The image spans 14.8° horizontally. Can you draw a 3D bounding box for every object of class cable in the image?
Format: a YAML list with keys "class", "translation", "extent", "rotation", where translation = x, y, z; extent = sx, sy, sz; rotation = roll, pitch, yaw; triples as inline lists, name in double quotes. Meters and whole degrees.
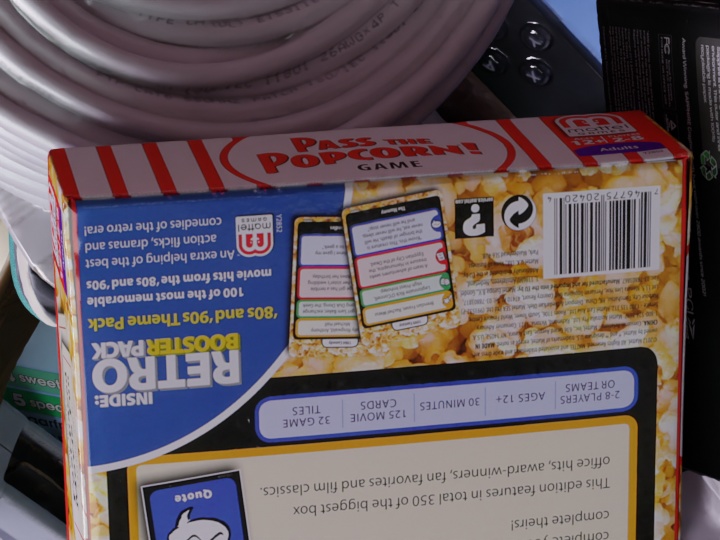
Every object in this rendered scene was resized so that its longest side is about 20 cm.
- class: "cable"
  translation: [-0.050, -0.113, 0.717]
  extent: [0.200, 0.200, 0.069]
  rotation: [48, 165, -8]

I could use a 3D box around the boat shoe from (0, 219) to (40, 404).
- class: "boat shoe"
  translation: [-0.159, 0.036, 0.929]
  extent: [0.065, 0.072, 0.200]
  rotation: [33, 110, 11]

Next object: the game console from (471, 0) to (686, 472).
- class: "game console"
  translation: [0.088, -0.055, 0.756]
  extent: [0.171, 0.119, 0.200]
  rotation: [44, 138, -17]

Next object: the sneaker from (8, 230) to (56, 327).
- class: "sneaker"
  translation: [-0.072, -0.078, 0.797]
  extent: [0.077, 0.201, 0.080]
  rotation: [13, 164, -36]

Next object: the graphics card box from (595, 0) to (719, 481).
- class: "graphics card box"
  translation: [0.130, -0.001, 0.643]
  extent: [0.200, 0.051, 0.126]
  rotation: [14, 114, 61]

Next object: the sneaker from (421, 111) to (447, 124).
- class: "sneaker"
  translation: [0.000, 0.000, 0.868]
  extent: [0.200, 0.116, 0.078]
  rotation: [47, 138, -17]

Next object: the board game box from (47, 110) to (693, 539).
- class: "board game box"
  translation: [0.003, 0.066, 0.689]
  extent: [0.151, 0.046, 0.201]
  rotation: [-4, 108, -11]

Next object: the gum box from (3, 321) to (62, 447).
- class: "gum box"
  translation: [-0.136, -0.021, 0.984]
  extent: [0.169, 0.045, 0.201]
  rotation: [10, 137, 22]

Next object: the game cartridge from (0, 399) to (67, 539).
- class: "game cartridge"
  translation: [-0.142, 0.098, 1.075]
  extent: [0.133, 0.042, 0.200]
  rotation: [3, 152, 40]

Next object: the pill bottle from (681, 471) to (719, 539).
- class: "pill bottle"
  translation: [0.125, 0.100, 0.900]
  extent: [0.112, 0.113, 0.200]
  rotation: [25, 140, 6]
